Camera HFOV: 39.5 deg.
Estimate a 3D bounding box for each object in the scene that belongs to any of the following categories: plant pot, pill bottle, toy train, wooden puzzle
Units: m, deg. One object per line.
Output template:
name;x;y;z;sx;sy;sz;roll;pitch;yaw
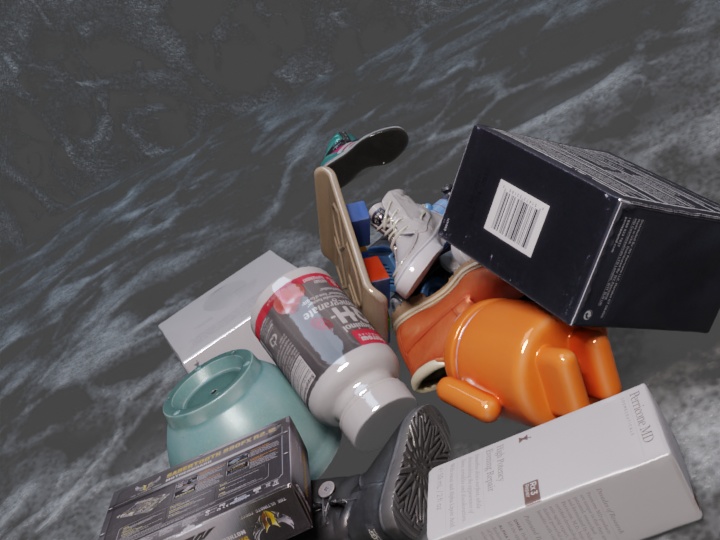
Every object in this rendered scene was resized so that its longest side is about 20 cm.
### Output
plant pot;-0.140;0.176;1.134;0.199;0.135;0.201;-27;20;11
pill bottle;-0.027;0.097;1.091;0.110;0.111;0.200;-34;56;-10
toy train;0.100;-0.030;1.307;0.200;0.115;0.087;-41;23;-24
wooden puzzle;0.000;0.000;1.189;0.046;0.186;0.201;-17;57;-10

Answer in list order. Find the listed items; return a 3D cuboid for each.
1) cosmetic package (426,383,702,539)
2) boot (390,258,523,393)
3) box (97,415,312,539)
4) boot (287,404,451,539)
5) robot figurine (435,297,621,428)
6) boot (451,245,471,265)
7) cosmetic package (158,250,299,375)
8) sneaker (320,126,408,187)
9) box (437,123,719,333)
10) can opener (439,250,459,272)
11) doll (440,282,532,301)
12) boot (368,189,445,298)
cosmetic package;0.156;0.176;0.800;0.199;0.074;0.102;-27;21;15
boot;0.120;0.057;1.082;0.200;0.075;0.108;-37;45;34
box;-0.145;0.223;0.939;0.199;0.049;0.158;-24;14;1
boot;-0.020;0.214;0.988;0.199;0.066;0.165;-23;19;33
robot figurine;0.154;0.086;0.950;0.200;0.116;0.144;8;68;62
boot;0.152;-0.050;1.188;0.200;0.074;0.095;-40;3;-38
cosmetic package;-0.147;0.089;1.366;0.199;0.123;0.200;-34;19;-10
sneaker;0.004;-0.244;2.017;0.199;0.084;0.121;-27;29;14
box;0.217;-0.037;0.940;0.197;0.124;0.200;4;23;-36
can opener;0.182;-0.035;1.287;0.199;0.067;0.053;-32;42;-26
doll;0.168;0.038;1.135;0.199;0.048;0.137;-2;52;50
boot;0.045;-0.037;1.158;0.074;0.095;0.200;-56;-2;20
